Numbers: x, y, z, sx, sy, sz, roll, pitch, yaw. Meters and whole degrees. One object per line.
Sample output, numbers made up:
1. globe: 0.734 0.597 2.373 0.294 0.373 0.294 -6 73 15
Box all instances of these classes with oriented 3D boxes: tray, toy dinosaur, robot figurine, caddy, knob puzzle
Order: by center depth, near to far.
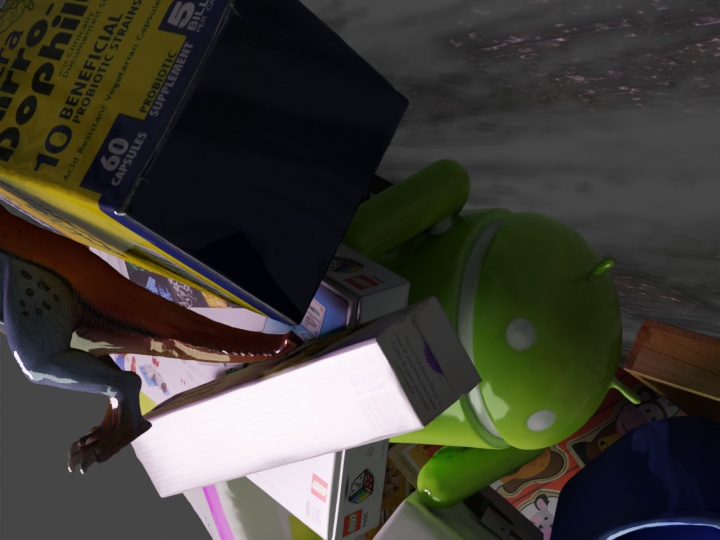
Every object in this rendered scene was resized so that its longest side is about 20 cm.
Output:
1. toy dinosaur: -0.151 -0.005 0.591 0.183 0.198 0.105 62 -178 -5
2. robot figurine: 0.042 0.029 0.685 0.198 0.116 0.177 -1 121 32
3. tray: 0.250 0.090 0.808 0.098 0.037 0.199 17 167 48
4. caddy: 0.189 0.179 0.815 0.140 0.106 0.200 24 140 -11
5. knob puzzle: 0.146 0.131 0.899 0.218 0.221 0.031 27 -157 -17

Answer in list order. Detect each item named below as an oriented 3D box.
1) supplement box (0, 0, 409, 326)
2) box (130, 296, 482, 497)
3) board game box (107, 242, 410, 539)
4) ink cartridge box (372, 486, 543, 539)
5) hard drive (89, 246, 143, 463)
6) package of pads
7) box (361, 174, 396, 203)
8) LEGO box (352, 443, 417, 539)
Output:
1. supplement box: -0.098 -0.067 0.593 0.199 0.110 0.109 18 167 45
2. box: -0.032 0.058 0.578 0.199 0.039 0.042 -24 96 49
3. board game box: -0.060 0.028 0.665 0.034 0.128 0.199 -14 -148 -39
4. ink cartridge box: 0.028 0.198 0.787 0.083 0.147 0.200 39 -175 9
5. hard drive: -0.164 0.015 0.935 0.026 0.202 0.132 -12 -140 -16
6. package of pads: -0.085 0.101 0.841 0.155 0.068 0.201 49 159 34
7. box: 0.000 0.000 0.805 0.198 0.036 0.143 28 145 -3
8. LEGO box: 0.024 0.120 0.950 0.147 0.203 0.077 -4 -172 -30
